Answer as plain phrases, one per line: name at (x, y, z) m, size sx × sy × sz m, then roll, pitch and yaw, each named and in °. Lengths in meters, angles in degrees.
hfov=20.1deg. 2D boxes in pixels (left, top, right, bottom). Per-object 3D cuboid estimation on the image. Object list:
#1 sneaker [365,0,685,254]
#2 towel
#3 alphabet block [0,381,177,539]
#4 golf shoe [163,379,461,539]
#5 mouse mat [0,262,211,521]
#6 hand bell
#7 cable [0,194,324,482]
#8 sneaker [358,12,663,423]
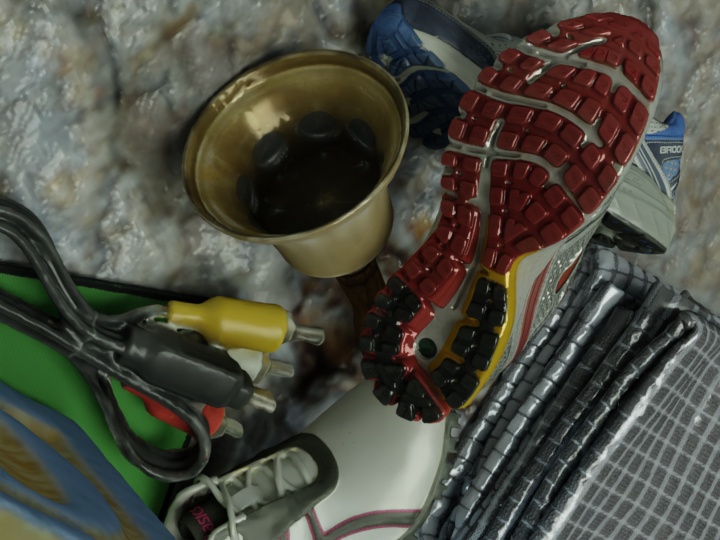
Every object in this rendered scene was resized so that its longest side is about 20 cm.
sneaker at (0.083, -0.085, 0.972) m, size 0.200 × 0.077 × 0.086 m, roll 32°, pitch 73°, yaw -36°
towel at (0.144, 0.108, 1.094) m, size 0.165 × 0.086 × 0.201 m, roll 32°, pitch 92°, yaw -42°
alphabet block at (-0.200, 0.141, 0.791) m, size 0.196 × 0.195 × 0.200 m, roll 35°, pitch 92°, yaw -36°
golf shoe at (-0.035, 0.116, 0.955) m, size 0.200 × 0.077 × 0.088 m, roll -48°, pitch 139°, yaw 7°
mouse mat at (-0.152, 0.095, 0.930) m, size 0.160 × 0.008 × 0.201 m, roll 11°, pitch 106°, yaw -39°
hand bell at (0.000, 0.000, 0.954) m, size 0.104 × 0.104 × 0.200 m, roll -41°, pitch 142°, yaw -11°
cable at (-0.115, 0.029, 0.909) m, size 0.199 × 0.050 × 0.097 m, roll 28°, pitch 111°, yaw -29°
sneaker at (0.069, -0.028, 0.904) m, size 0.200 × 0.078 × 0.082 m, roll -58°, pitch 164°, yaw 20°
